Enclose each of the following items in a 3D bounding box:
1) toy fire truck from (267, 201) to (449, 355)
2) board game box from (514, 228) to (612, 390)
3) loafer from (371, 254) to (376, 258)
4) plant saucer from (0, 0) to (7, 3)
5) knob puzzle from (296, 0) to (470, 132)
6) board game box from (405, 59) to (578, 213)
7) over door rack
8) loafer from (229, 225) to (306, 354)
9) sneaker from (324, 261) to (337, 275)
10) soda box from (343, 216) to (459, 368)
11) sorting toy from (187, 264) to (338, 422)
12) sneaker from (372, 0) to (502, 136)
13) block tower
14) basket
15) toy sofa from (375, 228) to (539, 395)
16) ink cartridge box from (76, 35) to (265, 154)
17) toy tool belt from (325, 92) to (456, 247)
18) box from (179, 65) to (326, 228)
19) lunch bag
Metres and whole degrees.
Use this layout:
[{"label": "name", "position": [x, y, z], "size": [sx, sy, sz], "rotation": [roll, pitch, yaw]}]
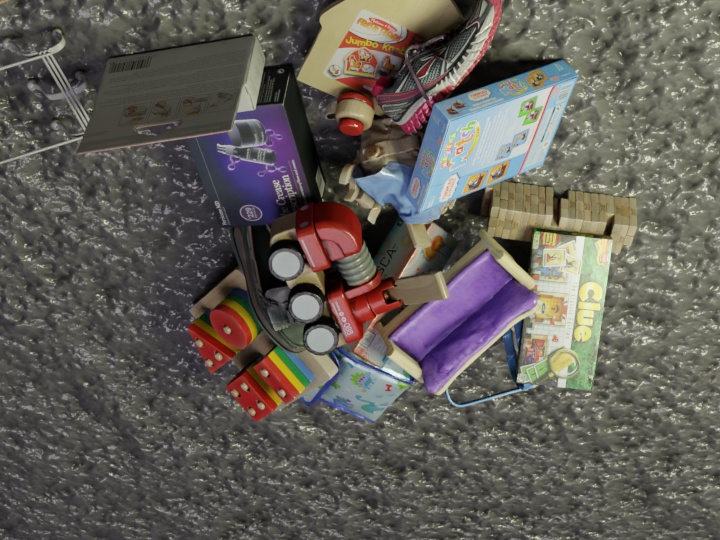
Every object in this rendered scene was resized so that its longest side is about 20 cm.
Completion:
[{"label": "toy fire truck", "position": [0.000, 0.000, 1.685], "size": [0.198, 0.129, 0.178], "rotation": [-19, 116, 9]}, {"label": "board game box", "position": [0.262, 0.051, 1.756], "size": [0.103, 0.023, 0.203], "rotation": [5, 101, -3]}, {"label": "loafer", "position": [-0.053, 0.000, 1.888], "size": [0.197, 0.072, 0.064], "rotation": [4, 110, -2]}, {"label": "plant saucer", "position": [-0.461, -0.389, 1.536], "size": [0.197, 0.036, 0.202], "rotation": [4, 138, 4]}, {"label": "knob puzzle", "position": [0.043, -0.270, 1.597], "size": [0.216, 0.031, 0.221], "rotation": [2, 136, 2]}, {"label": "board game box", "position": [0.156, -0.159, 1.612], "size": [0.198, 0.037, 0.152], "rotation": [-23, 148, -30]}, {"label": "over door rack", "position": [-0.433, -0.206, 1.695], "size": [0.198, 0.067, 0.149], "rotation": [-23, 133, 1]}, {"label": "loafer", "position": [-0.117, 0.015, 1.812], "size": [0.071, 0.202, 0.063], "rotation": [-24, 175, -24]}, {"label": "sneaker", "position": [-0.038, 0.007, 1.827], "size": [0.077, 0.076, 0.201], "rotation": [22, 146, 53]}, {"label": "soda box", "position": [0.044, 0.023, 1.797], "size": [0.063, 0.068, 0.201], "rotation": [33, 89, -40]}, {"label": "sorting toy", "position": [-0.156, 0.112, 1.915], "size": [0.199, 0.070, 0.200], "rotation": [49, 148, -4]}, {"label": "sneaker", "position": [0.089, -0.241, 1.549], "size": [0.074, 0.081, 0.200], "rotation": [40, 123, -6]}, {"label": "block tower", "position": [0.256, -0.070, 1.767], "size": [0.197, 0.058, 0.054], "rotation": [8, 137, 1]}, {"label": "basket", "position": [0.201, 0.085, 1.846], "size": [0.197, 0.139, 0.179], "rotation": [-8, 94, -7]}, {"label": "toy sofa", "position": [0.124, 0.055, 1.725], "size": [0.200, 0.098, 0.083], "rotation": [-42, 131, 11]}, {"label": "ink cartridge box", "position": [-0.222, -0.195, 1.607], "size": [0.197, 0.178, 0.045], "rotation": [-6, 136, 15]}, {"label": "toy tool belt", "position": [0.034, -0.118, 1.662], "size": [0.124, 0.124, 0.199], "rotation": [-7, 151, 43]}, {"label": "box", "position": [-0.135, -0.153, 1.718], "size": [0.139, 0.080, 0.201], "rotation": [-2, 137, 14]}, {"label": "lunch bag", "position": [-0.028, 0.118, 1.951], "size": [0.198, 0.129, 0.170], "rotation": [25, 147, -10]}]
